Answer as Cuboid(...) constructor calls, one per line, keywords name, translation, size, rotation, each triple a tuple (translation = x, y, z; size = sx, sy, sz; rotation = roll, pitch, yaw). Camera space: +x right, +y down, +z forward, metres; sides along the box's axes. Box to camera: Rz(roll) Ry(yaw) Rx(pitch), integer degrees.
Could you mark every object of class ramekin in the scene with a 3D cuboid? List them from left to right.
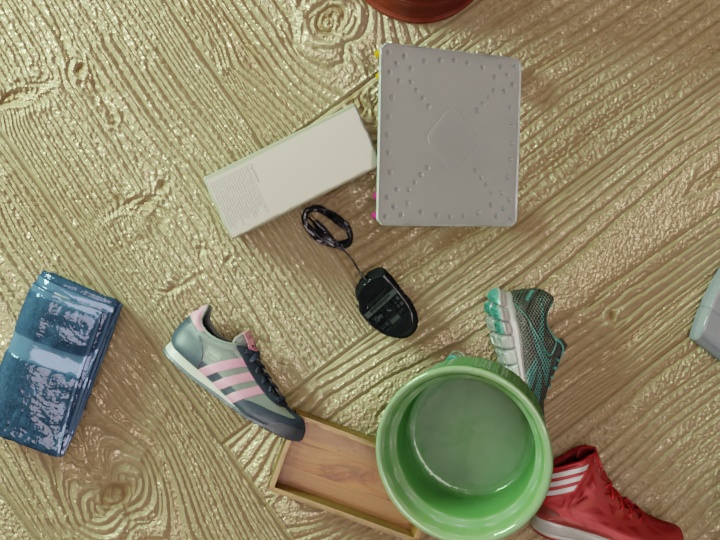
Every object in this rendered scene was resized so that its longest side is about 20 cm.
Cuboid(name="ramekin", translation=(0.123, 0.197, 1.025), size=(0.196, 0.098, 0.205), rotation=(2, 99, 15))

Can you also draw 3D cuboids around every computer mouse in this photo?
Cuboid(name="computer mouse", translation=(0.000, 0.000, 1.096), size=(0.058, 0.034, 0.201), rotation=(-37, 92, 15))

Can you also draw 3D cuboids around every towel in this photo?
Cuboid(name="towel", translation=(-0.365, 0.111, 1.055), size=(0.110, 0.049, 0.203), rotation=(21, 92, -6))

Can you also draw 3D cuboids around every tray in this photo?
Cuboid(name="tray", translation=(-0.005, 0.253, 1.107), size=(0.197, 0.037, 0.100), rotation=(21, 92, -6))

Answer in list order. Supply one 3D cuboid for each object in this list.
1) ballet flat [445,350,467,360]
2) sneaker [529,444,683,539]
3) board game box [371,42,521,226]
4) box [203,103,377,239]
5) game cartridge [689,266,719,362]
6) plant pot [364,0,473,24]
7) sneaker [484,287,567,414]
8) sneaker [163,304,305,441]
Cuboid(name="ballet flat", translation=(0.141, 0.196, 1.112), size=(0.063, 0.067, 0.205), rotation=(-8, 96, -32))
Cuboid(name="sneaker", translation=(0.317, 0.287, 1.120), size=(0.196, 0.078, 0.118), rotation=(9, 94, -7))
Cuboid(name="board game box", translation=(0.103, -0.155, 1.060), size=(0.196, 0.026, 0.205), rotation=(-1, 94, -28))
Cuboid(name="box", translation=(-0.080, -0.116, 1.057), size=(0.197, 0.068, 0.083), rotation=(-25, 96, -4))
Cuboid(name="game cartridge", translation=(0.516, 0.033, 1.144), size=(0.132, 0.041, 0.202), rotation=(35, 90, -3))
Cuboid(name="plant pot", translation=(0.079, -0.397, 0.990), size=(0.196, 0.195, 0.205), rotation=(0, 94, -6))
Cuboid(name="sneaker", translation=(0.216, 0.115, 1.102), size=(0.089, 0.078, 0.204), rotation=(-11, 96, -9))
Cuboid(name="sneaker", translation=(-0.135, 0.120, 1.055), size=(0.198, 0.070, 0.083), rotation=(35, 90, 3))
